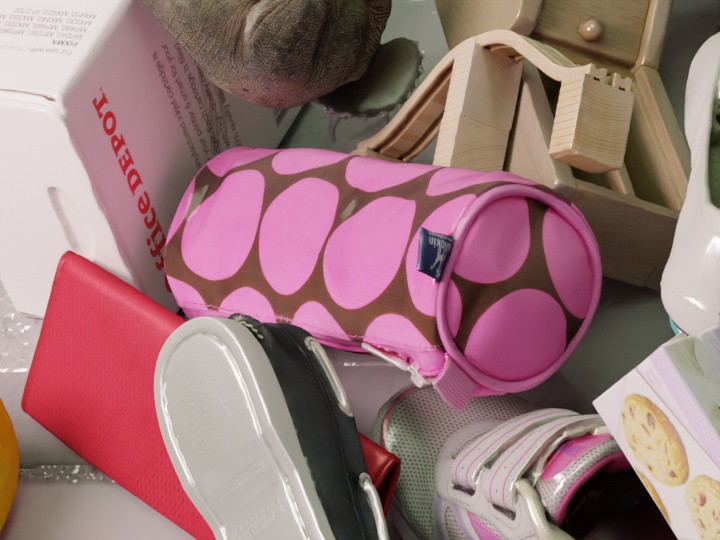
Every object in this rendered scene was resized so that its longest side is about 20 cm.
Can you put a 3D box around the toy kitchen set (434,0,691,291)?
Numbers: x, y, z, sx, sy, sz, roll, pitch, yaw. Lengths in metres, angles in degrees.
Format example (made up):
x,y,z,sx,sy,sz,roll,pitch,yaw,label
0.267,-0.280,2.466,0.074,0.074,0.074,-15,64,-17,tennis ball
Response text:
x,y,z,sx,sy,sz,roll,pitch,yaw,label
0.161,-0.119,1.130,0.162,0.201,0.181,16,37,-25,toy kitchen set

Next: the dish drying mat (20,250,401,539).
x,y,z,sx,sy,sz,roll,pitch,yaw,label
-0.065,0.066,1.086,0.018,0.077,0.199,-1,24,-47,dish drying mat

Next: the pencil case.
x,y,z,sx,sy,sz,roll,pitch,yaw,label
0.000,0.000,1.077,0.199,0.091,0.094,8,69,54,pencil case

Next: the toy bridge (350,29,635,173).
x,y,z,sx,sy,sz,roll,pitch,yaw,label
0.048,-0.062,1.104,0.200,0.027,0.068,-13,63,62,toy bridge

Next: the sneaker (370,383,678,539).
x,y,z,sx,sy,sz,roll,pitch,yaw,label
0.078,0.084,0.997,0.199,0.089,0.081,28,60,38,sneaker

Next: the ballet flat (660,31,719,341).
x,y,z,sx,sy,sz,roll,pitch,yaw,label
0.153,-0.049,1.000,0.069,0.070,0.201,-2,37,17,ballet flat

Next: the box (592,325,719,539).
x,y,z,sx,sy,sz,roll,pitch,yaw,label
0.151,0.113,0.901,0.039,0.041,0.201,-16,70,-47,box

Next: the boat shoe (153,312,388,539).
x,y,z,sx,sy,sz,roll,pitch,yaw,label
-0.015,0.109,0.988,0.075,0.060,0.202,-25,74,40,boat shoe

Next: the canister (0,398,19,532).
x,y,z,sx,sy,sz,roll,pitch,yaw,label
-0.255,0.100,1.098,0.198,0.087,0.149,4,48,20,canister

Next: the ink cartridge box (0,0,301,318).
x,y,z,sx,sy,sz,roll,pitch,yaw,label
-0.098,-0.092,1.191,0.084,0.145,0.201,8,49,27,ink cartridge box

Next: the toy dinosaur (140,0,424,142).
x,y,z,sx,sy,sz,roll,pitch,yaw,label
-0.029,-0.109,1.134,0.076,0.103,0.199,-5,0,32,toy dinosaur
